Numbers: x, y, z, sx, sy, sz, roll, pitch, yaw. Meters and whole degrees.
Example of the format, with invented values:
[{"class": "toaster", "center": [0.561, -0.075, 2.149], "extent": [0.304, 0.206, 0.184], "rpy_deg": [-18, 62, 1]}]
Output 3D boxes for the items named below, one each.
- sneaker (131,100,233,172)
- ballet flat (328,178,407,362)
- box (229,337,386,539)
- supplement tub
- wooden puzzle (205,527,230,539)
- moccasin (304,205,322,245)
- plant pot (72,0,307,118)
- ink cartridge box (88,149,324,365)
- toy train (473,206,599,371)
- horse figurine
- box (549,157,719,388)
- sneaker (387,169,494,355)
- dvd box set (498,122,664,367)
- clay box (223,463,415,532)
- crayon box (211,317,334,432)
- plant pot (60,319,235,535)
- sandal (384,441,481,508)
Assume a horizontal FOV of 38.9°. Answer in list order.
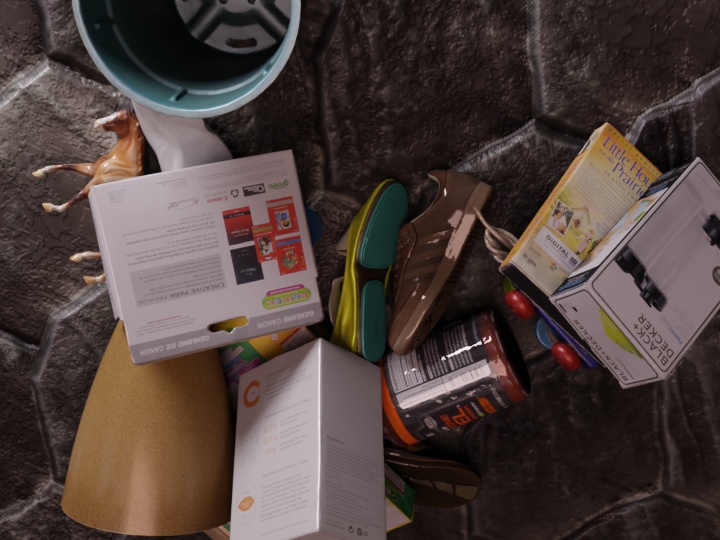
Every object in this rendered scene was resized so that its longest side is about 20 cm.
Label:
[{"class": "sneaker", "center": [-0.194, -0.141, 1.073], "extent": [0.075, 0.088, 0.200], "rpy_deg": [-34, 131, -22]}, {"class": "ballet flat", "center": [0.000, 0.000, 1.085], "extent": [0.067, 0.067, 0.201], "rpy_deg": [10, 92, 43]}, {"class": "box", "center": [-0.052, 0.190, 1.022], "extent": [0.124, 0.201, 0.097], "rpy_deg": [-26, 140, 34]}, {"class": "supplement tub", "center": [0.076, 0.124, 1.105], "extent": [0.200, 0.107, 0.107], "rpy_deg": [-24, 105, 16]}, {"class": "wooden puzzle", "center": [-0.086, 0.296, 1.229], "extent": [0.185, 0.037, 0.200], "rpy_deg": [43, 114, -9]}, {"class": "moccasin", "center": [-0.141, -0.026, 1.097], "extent": [0.199, 0.068, 0.081], "rpy_deg": [-17, 93, -10]}, {"class": "plant pot", "center": [-0.137, -0.260, 0.949], "extent": [0.199, 0.196, 0.201], "rpy_deg": [2, 110, 6]}, {"class": "ink cartridge box", "center": [-0.152, -0.013, 1.011], "extent": [0.199, 0.084, 0.176], "rpy_deg": [-12, 92, -16]}, {"class": "toy train", "center": [0.175, 0.009, 1.051], "extent": [0.085, 0.116, 0.200], "rpy_deg": [-43, 94, -6]}, {"class": "horse figurine", "center": [-0.266, -0.064, 1.109], "extent": [0.132, 0.050, 0.201], "rpy_deg": [-24, 97, -2]}, {"class": "box", "center": [0.283, 0.001, 0.956], "extent": [0.200, 0.060, 0.117], "rpy_deg": [-42, 95, -26]}, {"class": "sneaker", "center": [0.067, -0.011, 1.068], "extent": [0.075, 0.070, 0.200], "rpy_deg": [27, 88, 18]}, {"class": "dvd box set", "center": [0.240, -0.028, 0.996], "extent": [0.146, 0.200, 0.029], "rpy_deg": [41, 154, -8]}, {"class": "clay box", "center": [-0.051, 0.266, 1.143], "extent": [0.200, 0.048, 0.115], "rpy_deg": [-28, 118, 28]}, {"class": "crayon box", "center": [-0.132, 0.103, 1.151], "extent": [0.200, 0.058, 0.119], "rpy_deg": [-41, 99, 19]}, {"class": "plant pot", "center": [-0.212, 0.149, 1.066], "extent": [0.186, 0.186, 0.201], "rpy_deg": [5, 96, 6]}, {"class": "sandal", "center": [0.045, 0.223, 1.169], "extent": [0.199, 0.055, 0.082], "rpy_deg": [11, 133, -5]}]
